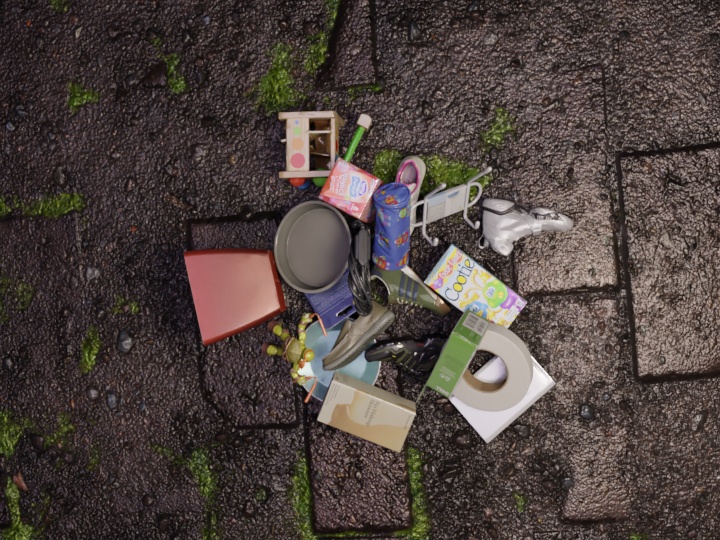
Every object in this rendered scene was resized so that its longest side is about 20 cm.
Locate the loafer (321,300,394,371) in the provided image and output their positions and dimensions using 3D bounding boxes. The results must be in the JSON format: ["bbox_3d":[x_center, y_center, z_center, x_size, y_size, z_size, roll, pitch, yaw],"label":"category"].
[{"bbox_3d":[-0.014,0.144,1.726,0.200,0.075,0.070,-42,72,4],"label":"loafer"}]

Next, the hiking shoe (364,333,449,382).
[{"bbox_3d":[0.108,0.199,1.718,0.197,0.076,0.102,-6,93,0],"label":"hiking shoe"}]

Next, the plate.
[{"bbox_3d":[-0.051,0.203,1.774,0.198,0.026,0.203,0,92,8],"label":"plate"}]

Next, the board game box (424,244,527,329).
[{"bbox_3d":[0.248,0.044,1.687,0.199,0.105,0.103,38,96,7],"label":"board game box"}]

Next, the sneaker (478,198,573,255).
[{"bbox_3d":[0.352,-0.083,1.688,0.198,0.075,0.116,13,94,13],"label":"sneaker"}]

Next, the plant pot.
[{"bbox_3d":[-0.266,0.041,1.728,0.174,0.200,0.202,-13,89,-1],"label":"plant pot"}]

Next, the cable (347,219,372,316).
[{"bbox_3d":[0.000,0.000,1.659,0.050,0.163,0.203,-2,78,2],"label":"cable"}]

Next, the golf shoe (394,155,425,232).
[{"bbox_3d":[0.092,-0.155,1.715,0.074,0.092,0.203,10,94,7],"label":"golf shoe"}]

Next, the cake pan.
[{"bbox_3d":[-0.099,-0.051,1.716,0.198,0.037,0.203,-2,86,28],"label":"cake pan"}]

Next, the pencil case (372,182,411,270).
[{"bbox_3d":[0.064,-0.090,1.637,0.078,0.201,0.087,-29,52,-25],"label":"pencil case"}]

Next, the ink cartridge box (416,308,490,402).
[{"bbox_3d":[0.189,0.188,1.594,0.059,0.104,0.201,29,123,10],"label":"ink cartridge box"}]

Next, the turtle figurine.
[{"bbox_3d":[-0.154,0.182,1.735,0.160,0.064,0.203,16,105,43],"label":"turtle figurine"}]

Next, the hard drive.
[{"bbox_3d":[0.310,0.264,1.721,0.200,0.025,0.132,-43,85,7],"label":"hard drive"}]

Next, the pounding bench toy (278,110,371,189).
[{"bbox_3d":[-0.071,-0.261,1.720,0.197,0.124,0.158,0,91,8],"label":"pounding bench toy"}]

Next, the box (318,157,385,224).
[{"bbox_3d":[-0.010,-0.166,1.674,0.102,0.200,0.095,28,94,7],"label":"box"}]

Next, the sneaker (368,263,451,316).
[{"bbox_3d":[0.101,0.048,1.728,0.200,0.067,0.090,44,94,12],"label":"sneaker"}]

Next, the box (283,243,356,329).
[{"bbox_3d":[-0.076,0.020,1.759,0.121,0.032,0.201,-33,77,7],"label":"box"}]

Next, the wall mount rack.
[{"bbox_3d":[0.197,-0.147,1.647,0.198,0.175,0.075,-22,48,-22],"label":"wall mount rack"}]

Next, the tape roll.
[{"bbox_3d":[0.264,0.205,1.651,0.201,0.037,0.205,11,119,21],"label":"tape roll"}]

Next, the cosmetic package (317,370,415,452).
[{"bbox_3d":[0.014,0.311,1.723,0.198,0.071,0.106,20,101,-1],"label":"cosmetic package"}]
